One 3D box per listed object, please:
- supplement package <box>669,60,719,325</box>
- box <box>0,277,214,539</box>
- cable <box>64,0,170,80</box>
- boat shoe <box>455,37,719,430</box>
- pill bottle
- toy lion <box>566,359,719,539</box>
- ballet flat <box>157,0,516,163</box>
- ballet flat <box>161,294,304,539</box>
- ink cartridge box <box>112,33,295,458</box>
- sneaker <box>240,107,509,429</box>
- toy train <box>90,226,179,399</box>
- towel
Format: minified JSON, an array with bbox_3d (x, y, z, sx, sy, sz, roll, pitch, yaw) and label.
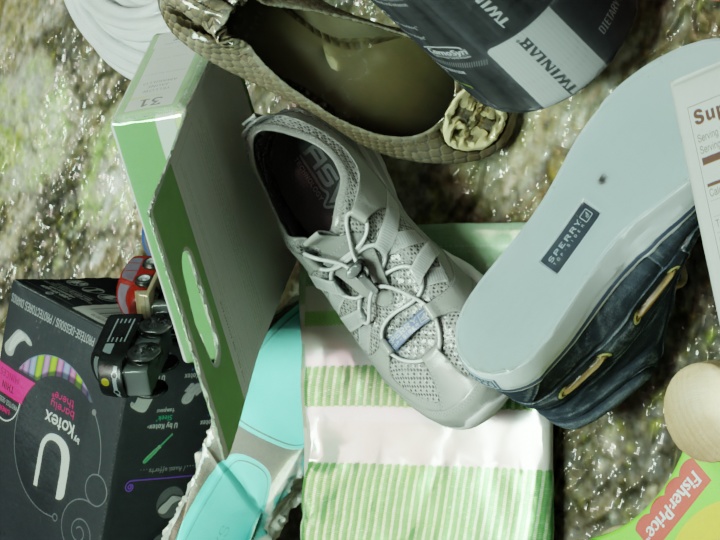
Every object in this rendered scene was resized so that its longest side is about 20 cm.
[{"bbox_3d":[0.228,-0.001,1.232,0.117,0.117,0.200,-21,75,47],"label":"supplement package"},{"bbox_3d":[-0.140,0.114,1.653,0.122,0.106,0.200,24,109,45],"label":"box"},{"bbox_3d":[-0.098,-0.201,1.624,0.200,0.069,0.200,-24,74,44],"label":"cable"},{"bbox_3d":[0.131,-0.017,1.382,0.200,0.091,0.071,-49,53,4],"label":"boat shoe"},{"bbox_3d":[0.038,-0.166,1.360,0.106,0.200,0.106,-22,50,28],"label":"pill bottle"},{"bbox_3d":[0.181,0.165,1.338,0.192,0.069,0.200,50,126,26],"label":"toy lion"},{"bbox_3d":[-0.008,-0.102,1.436,0.067,0.200,0.046,-64,21,4],"label":"ballet flat"},{"bbox_3d":[-0.053,0.094,1.579,0.072,0.072,0.200,36,98,41],"label":"ballet flat"},{"bbox_3d":[-0.086,-0.016,1.464,0.048,0.200,0.146,-7,119,16],"label":"ink cartridge box"},{"bbox_3d":[0.000,0.000,1.455,0.075,0.082,0.200,-47,65,19],"label":"sneaker"},{"bbox_3d":[-0.110,0.012,1.578,0.046,0.200,0.034,-1,118,11],"label":"toy train"},{"bbox_3d":[0.034,0.076,1.497,0.152,0.023,0.200,0,90,31],"label":"towel"}]
